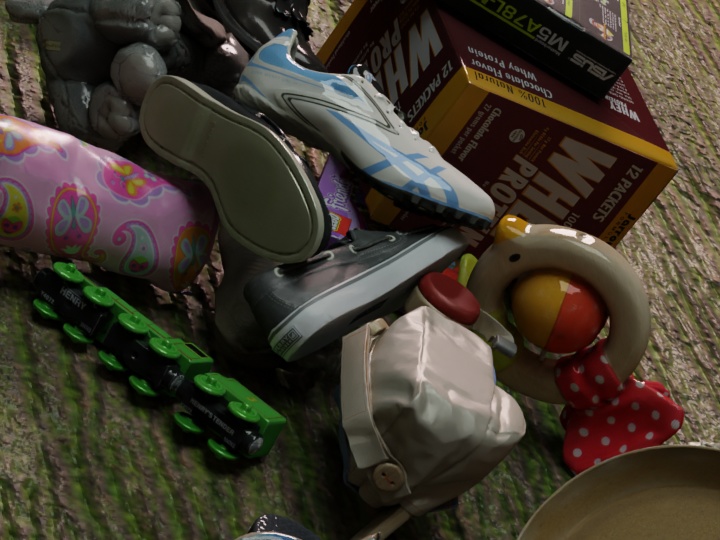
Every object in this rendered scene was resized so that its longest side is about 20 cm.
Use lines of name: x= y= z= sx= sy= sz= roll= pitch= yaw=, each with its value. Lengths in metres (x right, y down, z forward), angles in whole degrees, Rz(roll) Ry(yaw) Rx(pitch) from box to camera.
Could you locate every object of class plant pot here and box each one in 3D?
plant pot: x=0.177 y=0.194 z=1.469 sx=0.200 sy=0.027 sz=0.200 roll=-8 pitch=56 yaw=13

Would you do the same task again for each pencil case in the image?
pencil case: x=-0.190 y=-0.045 z=1.705 sx=0.200 sy=0.087 sz=0.087 roll=18 pitch=28 yaw=-35

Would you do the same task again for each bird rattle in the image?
bird rattle: x=0.132 y=0.050 z=1.747 sx=0.200 sy=0.163 sz=0.113 roll=27 pitch=35 yaw=15

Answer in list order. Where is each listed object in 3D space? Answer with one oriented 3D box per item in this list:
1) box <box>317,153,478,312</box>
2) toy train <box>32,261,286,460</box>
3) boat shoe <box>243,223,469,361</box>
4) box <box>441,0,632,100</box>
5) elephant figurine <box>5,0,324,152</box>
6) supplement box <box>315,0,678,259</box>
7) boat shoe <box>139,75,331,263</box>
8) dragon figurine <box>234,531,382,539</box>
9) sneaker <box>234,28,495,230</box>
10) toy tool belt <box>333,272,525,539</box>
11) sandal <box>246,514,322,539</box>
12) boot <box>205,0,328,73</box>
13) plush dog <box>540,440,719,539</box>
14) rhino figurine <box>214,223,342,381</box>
box: x=0.030 y=-0.038 z=1.928 sx=0.137 sy=0.039 sz=0.200 roll=23 pitch=29 yaw=-3
toy train: x=-0.130 y=0.056 z=1.654 sx=0.200 sy=0.042 sz=0.056 roll=37 pitch=17 yaw=24
boat shoe: x=0.000 y=0.000 z=1.701 sx=0.057 sy=0.069 sz=0.200 roll=51 pitch=39 yaw=10
box: x=0.111 y=-0.231 z=1.916 sx=0.193 sy=0.048 sz=0.200 roll=32 pitch=27 yaw=-15
elephant figurine: x=-0.134 y=-0.147 z=1.914 sx=0.200 sy=0.141 sz=0.155 roll=-3 pitch=77 yaw=-49
supplement box: x=0.097 y=-0.117 z=1.916 sx=0.197 sy=0.133 sz=0.200 roll=20 pitch=32 yaw=-30
boat shoe: x=-0.069 y=-0.065 z=1.700 sx=0.066 sy=0.075 sz=0.199 roll=10 pitch=18 yaw=-45
dragon figurine: x=0.016 y=0.206 z=1.442 sx=0.200 sy=0.059 sz=0.099 roll=36 pitch=18 yaw=-33
sneaker: x=0.010 y=-0.094 z=1.738 sx=0.200 sy=0.073 sz=0.072 roll=33 pitch=-3 yaw=8
toy tool belt: x=0.028 y=0.092 z=1.646 sx=0.125 sy=0.123 sz=0.200 roll=30 pitch=22 yaw=-14
sandal: x=-0.051 y=0.207 z=1.478 sx=0.076 sy=0.043 sz=0.200 roll=32 pitch=19 yaw=-2
boot: x=-0.033 y=-0.235 z=1.838 sx=0.200 sy=0.174 sz=0.069 roll=51 pitch=1 yaw=28
plush dog: x=0.175 y=0.220 z=1.543 sx=0.172 sy=0.161 sz=0.200 roll=-4 pitch=54 yaw=-13
rhino figurine: x=-0.057 y=-0.003 z=1.763 sx=0.087 sy=0.060 sz=0.200 roll=17 pitch=40 yaw=-15
